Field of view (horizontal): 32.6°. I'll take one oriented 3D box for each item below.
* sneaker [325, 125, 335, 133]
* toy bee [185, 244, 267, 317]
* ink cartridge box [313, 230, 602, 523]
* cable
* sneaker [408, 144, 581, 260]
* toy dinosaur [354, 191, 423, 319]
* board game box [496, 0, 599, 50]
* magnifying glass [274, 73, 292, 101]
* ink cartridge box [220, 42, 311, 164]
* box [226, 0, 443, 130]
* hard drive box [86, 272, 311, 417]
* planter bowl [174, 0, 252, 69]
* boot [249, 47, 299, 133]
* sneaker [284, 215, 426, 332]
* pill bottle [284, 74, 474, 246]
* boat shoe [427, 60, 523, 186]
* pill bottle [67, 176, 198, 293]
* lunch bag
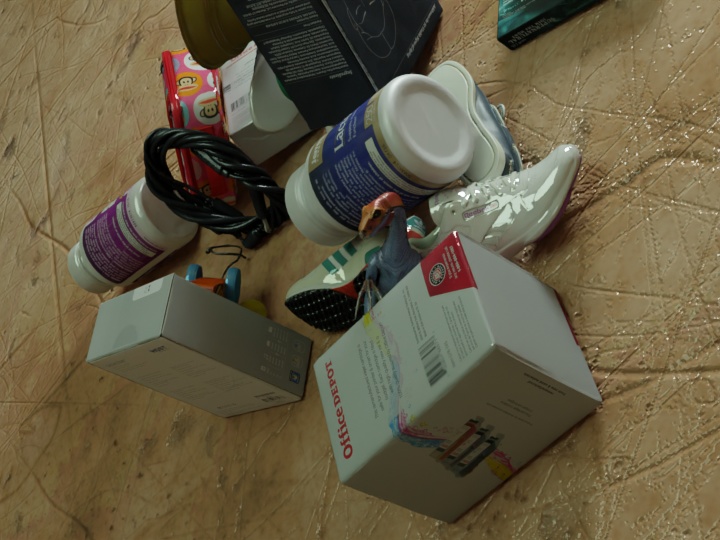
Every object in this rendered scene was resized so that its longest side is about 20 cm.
[{"bbox_3d":[0.008,-0.125,1.412,0.201,0.067,0.108,10,73,51],"label":"sneaker"},{"bbox_3d":[-0.173,0.045,1.515,0.130,0.200,0.110,9,106,24],"label":"toy bee"},{"bbox_3d":[0.080,0.100,1.099,0.200,0.144,0.146,-43,39,25],"label":"ink cartridge box"},{"bbox_3d":[-0.184,-0.106,1.533,0.163,0.200,0.051,-26,29,53],"label":"cable"},{"bbox_3d":[0.125,-0.056,1.180,0.200,0.100,0.075,-45,10,22],"label":"sneaker"},{"bbox_3d":[0.019,0.009,1.194,0.200,0.104,0.183,20,121,61],"label":"toy dinosaur"},{"bbox_3d":[0.228,-0.332,1.299,0.199,0.028,0.136,-23,50,44],"label":"board game box"},{"bbox_3d":[-0.052,-0.254,1.498,0.022,0.200,0.080,-5,104,28],"label":"magnifying glass"},{"bbox_3d":[-0.120,-0.252,1.643,0.115,0.067,0.201,-29,44,19],"label":"ink cartridge box"},{"bbox_3d":[-0.024,-0.305,1.400,0.123,0.197,0.201,-9,40,37],"label":"box"},{"bbox_3d":[-0.182,0.091,1.396,0.155,0.199,0.077,-18,54,44],"label":"hard drive box"},{"bbox_3d":[-0.139,-0.337,1.441,0.083,0.201,0.202,4,66,17],"label":"planter bowl"},{"bbox_3d":[-0.098,-0.261,1.544,0.090,0.072,0.201,154,131,-76],"label":"boot"},{"bbox_3d":[0.000,0.000,1.354,0.199,0.070,0.094,-25,31,44],"label":"sneaker"},{"bbox_3d":[0.014,-0.105,1.257,0.200,0.115,0.116,-33,44,46],"label":"pill bottle"},{"bbox_3d":[0.120,-0.146,1.286,0.075,0.062,0.200,-47,40,18],"label":"boat shoe"},{"bbox_3d":[-0.331,-0.045,1.757,0.200,0.112,0.113,-32,45,36],"label":"pill bottle"},{"bbox_3d":[-0.209,-0.180,1.633,0.081,0.201,0.177,-13,46,-7],"label":"lunch bag"}]
